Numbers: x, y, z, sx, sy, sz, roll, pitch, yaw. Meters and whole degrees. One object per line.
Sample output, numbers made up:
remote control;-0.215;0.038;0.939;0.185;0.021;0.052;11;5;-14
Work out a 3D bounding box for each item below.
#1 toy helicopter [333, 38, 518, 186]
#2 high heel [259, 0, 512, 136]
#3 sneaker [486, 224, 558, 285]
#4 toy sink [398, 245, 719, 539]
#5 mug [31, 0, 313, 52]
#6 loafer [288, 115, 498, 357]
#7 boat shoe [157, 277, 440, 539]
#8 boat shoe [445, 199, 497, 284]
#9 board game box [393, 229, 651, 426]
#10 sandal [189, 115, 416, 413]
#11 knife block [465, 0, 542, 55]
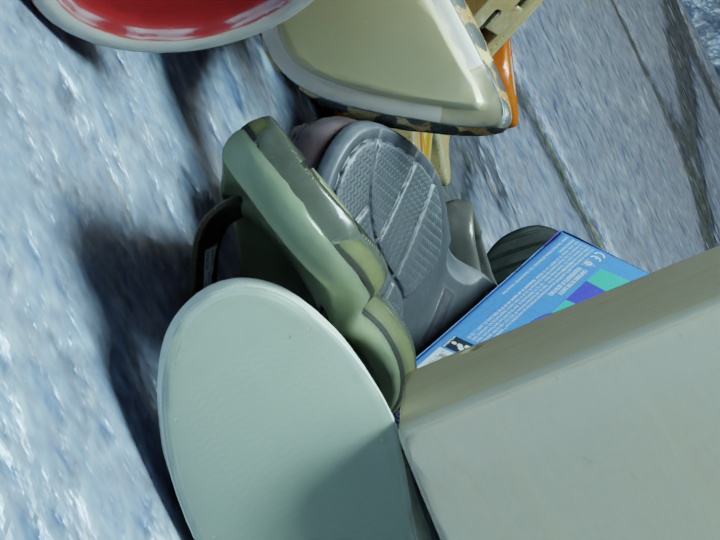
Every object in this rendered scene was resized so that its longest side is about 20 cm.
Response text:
toy helicopter;0.020;-0.088;1.185;0.200;0.079;0.132;-84;168;-61
high heel;0.002;-0.096;1.082;0.200;0.071;0.143;37;4;27
sneaker;0.099;0.063;1.345;0.089;0.074;0.200;-80;154;-67
toy sink;0.109;0.106;0.893;0.112;0.130;0.200;-74;140;-82
mug;-0.061;-0.195;0.950;0.133;0.178;0.200;11;54;-33
loafer;0.000;0.000;1.070;0.072;0.063;0.200;-63;152;-15
boat shoe;-0.008;0.088;0.898;0.201;0.070;0.072;63;-3;-18
boat shoe;0.061;0.047;1.235;0.200;0.057;0.067;56;17;-38
board game box;0.123;0.071;1.047;0.152;0.200;0.045;-38;149;-52
sandal;-0.029;0.008;0.933;0.080;0.057;0.201;45;-9;17
knife block;0.040;-0.190;1.165;0.200;0.064;0.176;50;33;11
